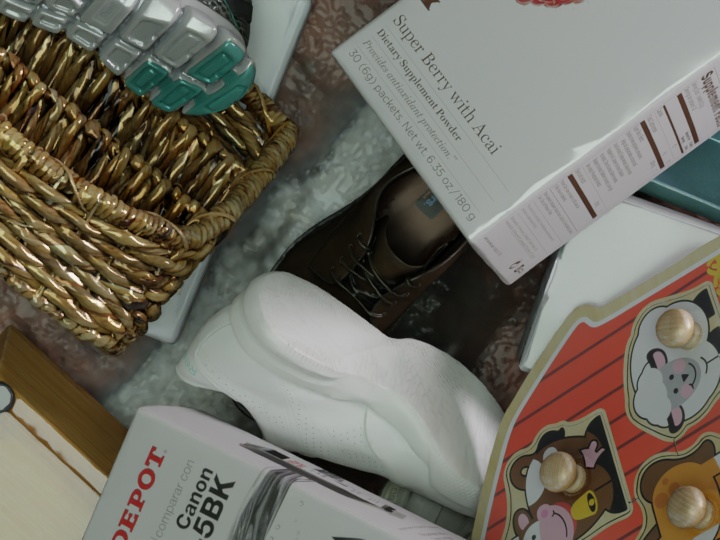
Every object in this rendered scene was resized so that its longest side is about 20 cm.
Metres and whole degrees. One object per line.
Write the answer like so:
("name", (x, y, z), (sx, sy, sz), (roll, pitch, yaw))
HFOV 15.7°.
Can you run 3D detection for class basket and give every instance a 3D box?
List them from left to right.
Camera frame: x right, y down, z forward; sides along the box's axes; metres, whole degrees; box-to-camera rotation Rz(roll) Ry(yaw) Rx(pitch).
("basket", (-0.150, -0.074, 1.312), (0.200, 0.143, 0.149), (40, 95, -2))

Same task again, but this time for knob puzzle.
("knob puzzle", (0.123, 0.097, 1.253), (0.030, 0.220, 0.220), (25, 95, -43))

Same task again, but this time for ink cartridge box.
("ink cartridge box", (-0.040, 0.170, 1.263), (0.200, 0.083, 0.147), (24, 93, 20))

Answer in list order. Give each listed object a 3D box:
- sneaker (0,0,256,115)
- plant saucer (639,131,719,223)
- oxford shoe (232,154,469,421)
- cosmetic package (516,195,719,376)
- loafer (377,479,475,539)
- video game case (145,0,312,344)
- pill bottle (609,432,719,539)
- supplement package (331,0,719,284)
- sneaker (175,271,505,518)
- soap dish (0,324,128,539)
("sneaker", (-0.134, -0.161, 1.302), (0.200, 0.091, 0.078), (37, 129, -21))
("plant saucer", (0.112, -0.082, 1.371), (0.200, 0.070, 0.019), (22, 136, 1))
("oxford shoe", (0.000, 0.000, 1.365), (0.073, 0.084, 0.200), (40, 95, -2))
("cosmetic package", (0.189, 0.032, 1.361), (0.200, 0.090, 0.107), (21, 94, 3))
("loafer", (0.013, 0.203, 1.359), (0.070, 0.070, 0.200), (21, 73, 1))
("video game case", (-0.146, -0.086, 1.394), (0.182, 0.024, 0.200), (22, 93, 0))
("pill bottle", (0.154, 0.158, 1.312), (0.120, 0.120, 0.200), (39, 123, 0))
("supplement package", (0.108, -0.107, 1.266), (0.200, 0.120, 0.121), (-37, 74, 3))
("sneaker", (-0.004, 0.075, 1.344), (0.200, 0.075, 0.088), (35, 128, -25))
("soap dish", (-0.166, 0.153, 1.379), (0.200, 0.081, 0.157), (42, 94, 0))
